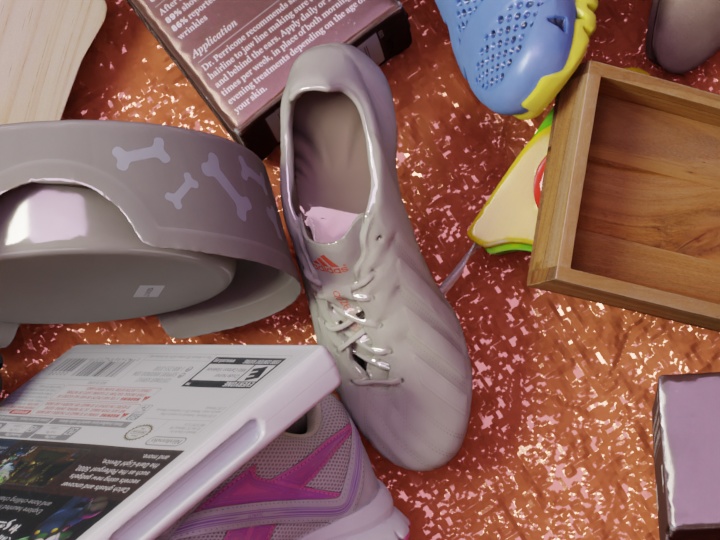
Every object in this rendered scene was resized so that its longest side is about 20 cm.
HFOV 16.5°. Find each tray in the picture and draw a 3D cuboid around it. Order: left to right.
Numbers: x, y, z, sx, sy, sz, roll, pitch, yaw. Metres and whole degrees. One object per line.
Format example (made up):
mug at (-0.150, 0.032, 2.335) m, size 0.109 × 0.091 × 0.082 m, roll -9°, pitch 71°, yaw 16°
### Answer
tray at (0.177, -0.021, 1.118) m, size 0.199 × 0.037 × 0.099 m, roll 13°, pitch 80°, yaw -18°

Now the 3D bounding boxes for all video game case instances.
video game case at (-0.130, 0.089, 1.065) m, size 0.182 × 0.199 × 0.023 m, roll -38°, pitch 112°, yaw -33°

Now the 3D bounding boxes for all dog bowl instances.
dog bowl at (-0.126, -0.014, 1.075) m, size 0.199 × 0.200 × 0.059 m, roll -4°, pitch 78°, yaw 4°

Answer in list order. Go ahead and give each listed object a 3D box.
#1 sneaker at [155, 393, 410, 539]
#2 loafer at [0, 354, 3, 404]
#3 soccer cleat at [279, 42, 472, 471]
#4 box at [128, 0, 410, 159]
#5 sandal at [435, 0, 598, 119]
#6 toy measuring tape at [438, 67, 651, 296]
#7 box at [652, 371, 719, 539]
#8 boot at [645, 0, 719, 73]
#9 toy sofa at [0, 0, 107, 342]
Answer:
sneaker at (-0.072, 0.110, 1.090) m, size 0.199 × 0.081 × 0.089 m, roll -21°, pitch 93°, yaw -42°
loafer at (-0.252, 0.085, 1.155) m, size 0.199 × 0.072 × 0.063 m, roll -15°, pitch 73°, yaw 17°
soccer cleat at (0.000, 0.000, 1.101) m, size 0.069 × 0.078 × 0.201 m, roll -10°, pitch 102°, yaw 17°
box at (-0.075, -0.161, 1.184) m, size 0.100 × 0.075 × 0.200 m, roll -37°, pitch 80°, yaw -2°
sandal at (0.044, -0.147, 1.134) m, size 0.080 × 0.087 × 0.201 m, roll -52°, pitch 39°, yaw 30°
toy measuring tape at (0.083, -0.004, 1.153) m, size 0.073 × 0.074 × 0.201 m, roll 35°, pitch 94°, yaw 11°
box at (0.231, 0.081, 1.102) m, size 0.199 × 0.100 × 0.075 m, roll -5°, pitch 78°, yaw 3°
boot at (0.229, -0.157, 1.124) m, size 0.146 × 0.070 × 0.201 m, roll 33°, pitch 102°, yaw 37°
toy sofa at (-0.204, -0.062, 1.180) m, size 0.097 × 0.083 × 0.201 m, roll 22°, pitch 79°, yaw -35°
